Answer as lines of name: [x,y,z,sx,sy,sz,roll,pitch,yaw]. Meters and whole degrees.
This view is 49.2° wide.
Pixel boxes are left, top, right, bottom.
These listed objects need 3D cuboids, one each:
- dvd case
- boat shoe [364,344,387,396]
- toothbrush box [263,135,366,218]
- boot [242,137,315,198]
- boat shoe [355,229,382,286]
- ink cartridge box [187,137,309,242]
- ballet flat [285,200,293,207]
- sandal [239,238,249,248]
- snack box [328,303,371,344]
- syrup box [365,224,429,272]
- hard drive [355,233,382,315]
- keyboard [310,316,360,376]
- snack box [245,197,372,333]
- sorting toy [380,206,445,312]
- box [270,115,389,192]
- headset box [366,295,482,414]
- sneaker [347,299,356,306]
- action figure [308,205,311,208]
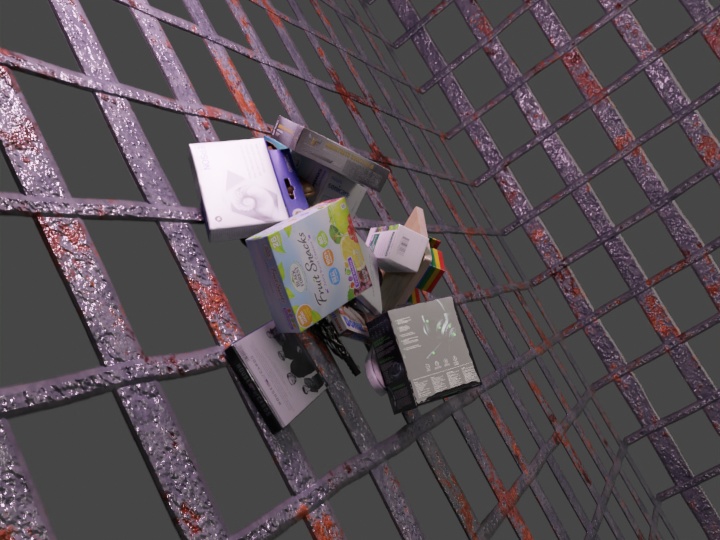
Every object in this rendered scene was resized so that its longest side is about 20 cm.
dvd case: [-0.132,0.162,1.282,0.152,0.025,0.200,58,22,1]
boat shoe: [0.059,0.180,1.617,0.072,0.065,0.201,52,21,-12]
toothbrush box: [-0.108,-0.185,1.611,0.198,0.087,0.146,29,5,31]
boot: [-0.164,-0.195,1.505,0.198,0.077,0.073,28,29,30]
boat shoe: [-0.025,-0.037,1.748,0.202,0.075,0.074,59,-9,-1]
ink cartridge box: [-0.193,-0.150,1.402,0.196,0.041,0.202,-8,58,-22]
ballet flat: [-0.113,-0.031,1.449,0.203,0.074,0.064,64,-10,4]
sandal: [-0.202,-0.123,1.461,0.055,0.080,0.203,59,12,-62]
snack box: [-0.018,0.103,1.562,0.073,0.024,0.200,62,11,18]
syrup box: [0.072,-0.047,1.755,0.080,0.080,0.199,23,-7,-18]
hard drive: [0.000,0.000,1.601,0.200,0.025,0.135,46,36,-65]
keyboard: [-0.067,0.117,1.494,0.202,0.039,0.104,57,-2,3]
snack box: [-0.083,-0.011,1.343,0.199,0.067,0.172,-31,108,-43]
sorting toy: [0.121,-0.005,1.812,0.068,0.202,0.201,19,35,-17]
box: [-0.060,-0.224,1.506,0.197,0.049,0.158,23,7,-27]
headset box: [0.122,0.158,1.550,0.171,0.092,0.204,-11,77,-33]
sneaker: [-0.036,0.039,1.592,0.091,0.066,0.201,64,17,-15]
action figure: [-0.135,-0.106,1.567,0.131,0.069,0.200,50,7,25]
